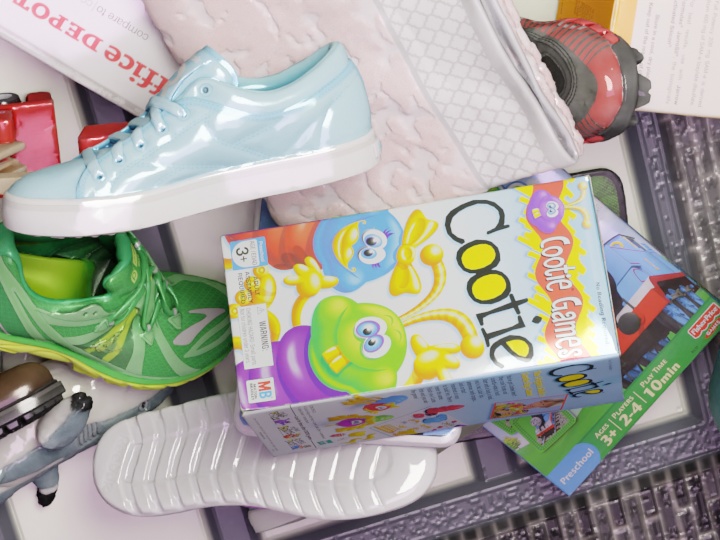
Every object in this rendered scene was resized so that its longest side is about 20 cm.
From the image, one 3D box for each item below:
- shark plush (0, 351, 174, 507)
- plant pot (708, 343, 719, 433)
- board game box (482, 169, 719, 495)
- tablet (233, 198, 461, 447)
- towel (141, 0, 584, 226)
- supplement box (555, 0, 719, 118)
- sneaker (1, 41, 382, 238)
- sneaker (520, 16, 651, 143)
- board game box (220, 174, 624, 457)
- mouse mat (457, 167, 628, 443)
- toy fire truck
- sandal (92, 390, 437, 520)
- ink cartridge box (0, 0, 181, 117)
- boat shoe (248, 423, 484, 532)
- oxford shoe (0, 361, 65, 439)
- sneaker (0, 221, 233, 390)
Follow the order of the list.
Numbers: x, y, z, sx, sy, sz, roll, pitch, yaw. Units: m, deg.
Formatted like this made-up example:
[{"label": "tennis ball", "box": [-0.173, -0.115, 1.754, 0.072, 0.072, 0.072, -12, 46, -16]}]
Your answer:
[{"label": "shark plush", "box": [-0.198, 0.120, 1.464, 0.200, 0.091, 0.083, -53, 138, 2]}, {"label": "plant pot", "box": [0.307, 0.017, 1.423, 0.201, 0.201, 0.161, -4, 124, -8]}, {"label": "board game box", "box": [0.100, 0.019, 1.490, 0.200, 0.037, 0.151, 39, 98, -16]}, {"label": "tablet", "box": [0.000, 0.000, 1.420, 0.130, 0.014, 0.200, 3, 74, 8]}, {"label": "towel", "box": [-0.004, -0.112, 1.314, 0.191, 0.032, 0.200, -17, 115, 30]}, {"label": "supplement box", "box": [0.222, -0.130, 1.426, 0.200, 0.126, 0.074, 5, 105, -10]}, {"label": "sneaker", "box": [-0.092, -0.072, 1.279, 0.200, 0.074, 0.082, -14, 103, -14]}, {"label": "sneaker", "box": [0.066, -0.111, 1.361, 0.098, 0.200, 0.071, -3, 106, -41]}, {"label": "board game box", "box": [0.036, 0.026, 1.346, 0.200, 0.105, 0.103, -9, 72, 4]}, {"label": "mouse mat", "box": [0.070, 0.028, 1.510, 0.200, 0.008, 0.161, -9, 108, -6]}, {"label": "toy fire truck", "box": [-0.211, -0.058, 1.367, 0.200, 0.141, 0.049, -7, 107, -7]}, {"label": "sandal", "box": [-0.053, 0.105, 1.434, 0.203, 0.050, 0.082, -1, 77, 12]}, {"label": "ink cartridge box", "box": [-0.108, -0.193, 1.375, 0.146, 0.085, 0.200, 30, 102, -16]}, {"label": "boat shoe", "box": [0.003, 0.090, 1.470, 0.201, 0.070, 0.072, -33, 79, 31]}, {"label": "oxford shoe", "box": [-0.262, 0.072, 1.407, 0.200, 0.073, 0.084, -12, 95, 19]}, {"label": "sneaker", "box": [-0.140, 0.016, 1.401, 0.200, 0.074, 0.084, 11, 145, -40]}]
